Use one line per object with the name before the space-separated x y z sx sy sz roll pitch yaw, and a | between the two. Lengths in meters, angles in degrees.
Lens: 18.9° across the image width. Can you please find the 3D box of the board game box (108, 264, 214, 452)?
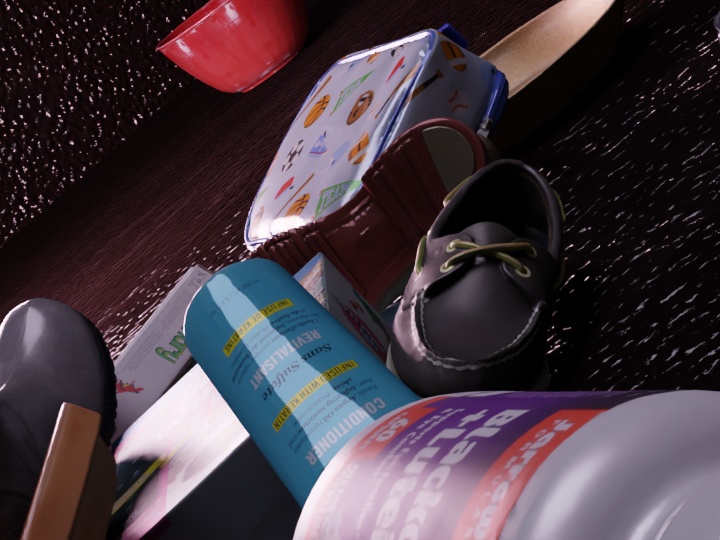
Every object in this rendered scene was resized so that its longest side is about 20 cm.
board game box | -0.135 0.093 1.177 0.127 0.034 0.200 -62 -2 32

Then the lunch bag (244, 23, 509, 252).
lunch bag | 0.010 -0.067 1.292 0.161 0.075 0.200 -61 19 -11

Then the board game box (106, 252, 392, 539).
board game box | -0.048 0.082 0.970 0.147 0.064 0.200 -43 10 6

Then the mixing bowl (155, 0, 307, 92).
mixing bowl | -0.138 -0.285 2.605 0.200 0.109 0.200 -35 11 8

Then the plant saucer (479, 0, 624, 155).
plant saucer | 0.099 -0.116 1.410 0.200 0.036 0.200 -36 11 8

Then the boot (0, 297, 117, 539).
boot | -0.177 0.068 0.994 0.069 0.132 0.201 -17 48 19

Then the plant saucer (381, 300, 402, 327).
plant saucer | -0.023 0.054 1.159 0.200 0.019 0.070 -24 18 51

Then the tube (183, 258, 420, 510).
tube | 0.001 0.068 0.796 0.077 0.050 0.200 -42 46 -3

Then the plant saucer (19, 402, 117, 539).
plant saucer | -0.133 0.153 0.856 0.200 0.032 0.202 -163 90 -84

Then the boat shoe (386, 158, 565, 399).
boat shoe | 0.053 0.006 0.949 0.071 0.061 0.201 7 21 6

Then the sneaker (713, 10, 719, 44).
sneaker | 0.208 -0.115 1.027 0.081 0.074 0.200 -39 2 28

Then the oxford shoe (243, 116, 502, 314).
oxford shoe | 0.000 0.000 1.151 0.200 0.071 0.075 -37 -17 16

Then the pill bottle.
pill bottle | 0.065 0.085 0.535 0.111 0.112 0.200 -41 12 -20
